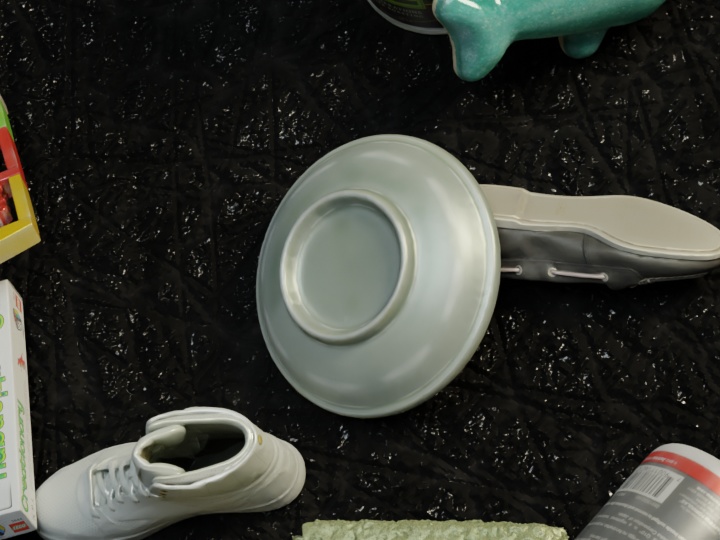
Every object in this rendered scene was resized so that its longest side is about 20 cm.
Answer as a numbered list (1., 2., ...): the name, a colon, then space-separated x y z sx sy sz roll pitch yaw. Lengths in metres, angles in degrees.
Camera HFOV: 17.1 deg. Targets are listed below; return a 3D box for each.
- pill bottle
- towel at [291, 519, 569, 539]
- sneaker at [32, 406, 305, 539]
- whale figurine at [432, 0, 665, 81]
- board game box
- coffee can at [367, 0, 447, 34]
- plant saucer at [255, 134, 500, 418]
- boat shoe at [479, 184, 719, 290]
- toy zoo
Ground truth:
1. pill bottle: 0.170 0.215 1.500 0.116 0.116 0.200 35 70 25
2. towel: 0.040 0.235 1.589 0.200 0.036 0.149 -4 66 15
3. sneaker: -0.150 0.135 1.640 0.200 0.116 0.074 -14 67 13
4. whale figurine: 0.146 -0.207 1.679 0.200 0.159 0.104 -37 41 -19
5. board game box: -0.300 0.110 1.719 0.126 0.035 0.200 -16 54 8
6. coffee can: 0.042 -0.279 1.715 0.146 0.200 0.147 -6 66 14
7. plant saucer: 0.000 0.000 1.655 0.200 0.050 0.200 -8 76 32
8. boat shoe: 0.154 -0.016 1.661 0.200 0.057 0.067 10 35 15
9. toy zoo: -0.309 -0.046 1.769 0.131 0.020 0.200 -22 43 -1
